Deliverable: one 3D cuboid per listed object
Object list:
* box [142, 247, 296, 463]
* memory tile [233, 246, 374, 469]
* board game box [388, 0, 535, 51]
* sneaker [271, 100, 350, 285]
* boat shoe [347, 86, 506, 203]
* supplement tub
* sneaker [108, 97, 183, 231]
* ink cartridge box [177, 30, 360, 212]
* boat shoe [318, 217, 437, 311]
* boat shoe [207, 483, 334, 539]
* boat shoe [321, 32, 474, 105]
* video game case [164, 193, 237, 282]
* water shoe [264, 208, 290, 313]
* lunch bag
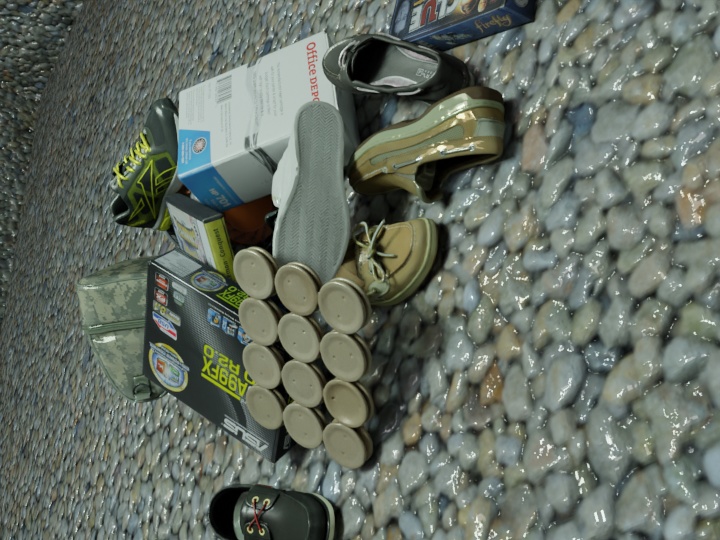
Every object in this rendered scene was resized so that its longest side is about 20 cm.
[{"bbox_3d":[-0.146,0.090,0.899,0.199,0.044,0.161,29,126,23],"label":"box"},{"bbox_3d":[-0.052,0.082,0.782,0.153,0.017,0.201,18,122,31],"label":"memory tile"},{"bbox_3d":[0.103,-0.293,0.829,0.200,0.034,0.137,2,78,59],"label":"board game box"},{"bbox_3d":[-0.054,-0.055,0.851,0.116,0.073,0.202,130,148,-70],"label":"sneaker"},{"bbox_3d":[0.055,-0.099,0.789,0.200,0.071,0.077,-25,67,52],"label":"boat shoe"},{"bbox_3d":[-0.190,-0.084,1.130,0.200,0.122,0.123,6,81,60],"label":"supplement tub"},{"bbox_3d":[-0.268,-0.124,1.053,0.075,0.084,0.201,58,142,37],"label":"sneaker"},{"bbox_3d":[-0.108,-0.171,0.982,0.199,0.086,0.147,-18,53,13],"label":"ink cartridge box"},{"bbox_3d":[0.000,0.000,0.831,0.200,0.062,0.074,-33,48,48],"label":"boat shoe"},{"bbox_3d":[-0.095,0.261,0.868,0.201,0.063,0.074,-14,62,55],"label":"boat shoe"},{"bbox_3d":[0.024,-0.207,0.839,0.199,0.057,0.067,24,91,40],"label":"boat shoe"},{"bbox_3d":[-0.176,0.009,0.990,0.200,0.025,0.182,24,131,63],"label":"video game case"},{"bbox_3d":[-0.104,0.026,0.975,0.071,0.078,0.201,21,94,60],"label":"water shoe"},{"bbox_3d":[-0.278,0.073,1.128,0.200,0.138,0.169,-82,-13,-80],"label":"lunch bag"}]
